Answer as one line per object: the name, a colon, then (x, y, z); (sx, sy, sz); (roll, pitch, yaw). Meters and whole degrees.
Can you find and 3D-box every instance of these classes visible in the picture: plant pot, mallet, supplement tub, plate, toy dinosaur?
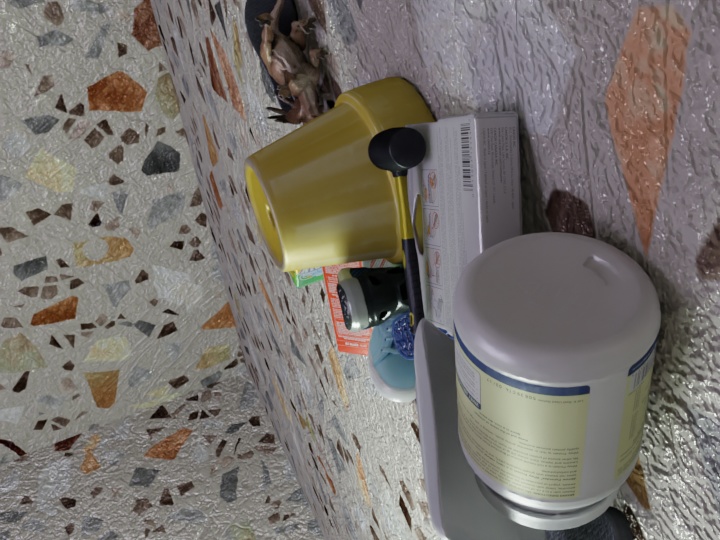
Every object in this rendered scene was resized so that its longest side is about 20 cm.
plant pot: (-0.020, -0.089, 0.985); (0.201, 0.188, 0.202); (160, 90, -77)
mallet: (0.048, -0.038, 0.853); (0.066, 0.041, 0.201); (169, 91, -72)
supplement tub: (0.145, 0.088, 0.684); (0.145, 0.144, 0.201); (-125, 21, -47)
plate: (0.104, 0.170, 0.804); (0.200, 0.032, 0.201); (38, -143, -44)
toy dinosaur: (-0.101, -0.280, 1.238); (0.136, 0.085, 0.201); (138, 112, -73)

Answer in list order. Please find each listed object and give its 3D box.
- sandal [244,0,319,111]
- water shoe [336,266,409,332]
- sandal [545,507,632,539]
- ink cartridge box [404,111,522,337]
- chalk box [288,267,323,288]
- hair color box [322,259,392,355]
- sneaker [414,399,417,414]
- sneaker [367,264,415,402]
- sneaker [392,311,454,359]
sandal: (-0.114, -0.317, 1.289); (0.043, 0.076, 0.201); (-71, -32, -69)
water shoe: (0.018, 0.031, 0.987); (0.200, 0.078, 0.072); (-100, -2, -84)
sandal: (0.197, 0.251, 0.875); (0.200, 0.043, 0.077); (-179, 91, -64)
ink cartridge box: (0.093, -0.040, 0.827); (0.176, 0.044, 0.201); (-157, 63, -73)
chalk box: (-0.064, -0.068, 1.308); (0.201, 0.123, 0.125); (87, 159, -48)
hair color box: (0.000, 0.000, 1.176); (0.111, 0.064, 0.201); (-61, -30, -48)
sneaker: (0.112, 0.169, 1.075); (0.200, 0.077, 0.080); (-135, 38, -60)
sneaker: (0.047, 0.054, 1.036); (0.082, 0.073, 0.201); (91, -178, -46)
sneaker: (0.115, 0.044, 0.919); (0.200, 0.078, 0.071); (-21, 86, 55)
